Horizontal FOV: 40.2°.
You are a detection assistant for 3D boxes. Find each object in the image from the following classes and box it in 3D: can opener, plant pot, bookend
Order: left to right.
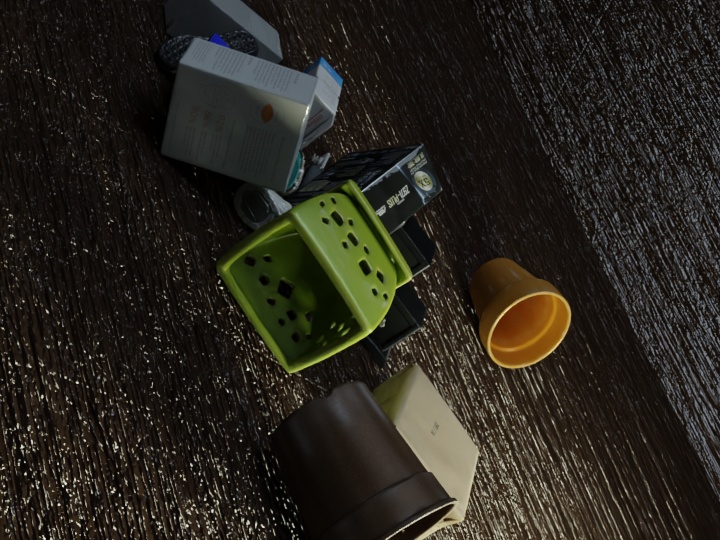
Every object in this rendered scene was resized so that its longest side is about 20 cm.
[{"bbox_3d":[-0.085,-0.157,1.775,0.067,0.052,0.201,51,25,-14],"label":"can opener"},{"bbox_3d":[-0.054,-0.002,1.414,0.202,0.198,0.181,56,42,-6],"label":"plant pot"},{"bbox_3d":[-0.007,0.265,1.261,0.200,0.200,0.199,58,23,20],"label":"plant pot"},{"bbox_3d":[0.058,0.022,1.652,0.201,0.197,0.092,52,25,-12],"label":"bookend"},{"bbox_3d":[0.328,0.076,2.144,0.199,0.200,0.184,35,16,-39],"label":"plant pot"}]

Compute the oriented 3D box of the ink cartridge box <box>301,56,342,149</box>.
[{"bbox_3d":[-0.103,-0.307,1.846,0.067,0.115,0.201,45,26,-23],"label":"ink cartridge box"}]

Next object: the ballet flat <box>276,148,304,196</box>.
[{"bbox_3d":[-0.131,-0.199,1.725,0.064,0.074,0.203,65,13,-55],"label":"ballet flat"}]

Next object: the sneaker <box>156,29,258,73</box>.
[{"bbox_3d":[-0.257,-0.347,1.656,0.198,0.083,0.073,-16,70,-38],"label":"sneaker"}]

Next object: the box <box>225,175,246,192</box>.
[{"bbox_3d":[-0.204,-0.231,1.615,0.203,0.074,0.100,62,25,7],"label":"box"}]

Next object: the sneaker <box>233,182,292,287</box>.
[{"bbox_3d":[-0.116,-0.061,1.574,0.202,0.077,0.099,58,18,-4],"label":"sneaker"}]

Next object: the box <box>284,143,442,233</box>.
[{"bbox_3d":[0.004,-0.121,1.586,0.163,0.198,0.087,-39,114,-32],"label":"box"}]

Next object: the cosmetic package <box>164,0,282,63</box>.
[{"bbox_3d":[-0.241,-0.420,1.733,0.199,0.106,0.091,37,31,-42],"label":"cosmetic package"}]

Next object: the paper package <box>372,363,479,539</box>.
[{"bbox_3d":[0.085,0.279,1.511,0.192,0.103,0.200,53,23,-9],"label":"paper package"}]

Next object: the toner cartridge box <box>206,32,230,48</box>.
[{"bbox_3d":[-0.185,-0.273,1.563,0.200,0.043,0.096,47,29,-20],"label":"toner cartridge box"}]

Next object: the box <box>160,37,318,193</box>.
[{"bbox_3d":[-0.179,-0.230,1.465,0.196,0.154,0.107,17,32,-5],"label":"box"}]
